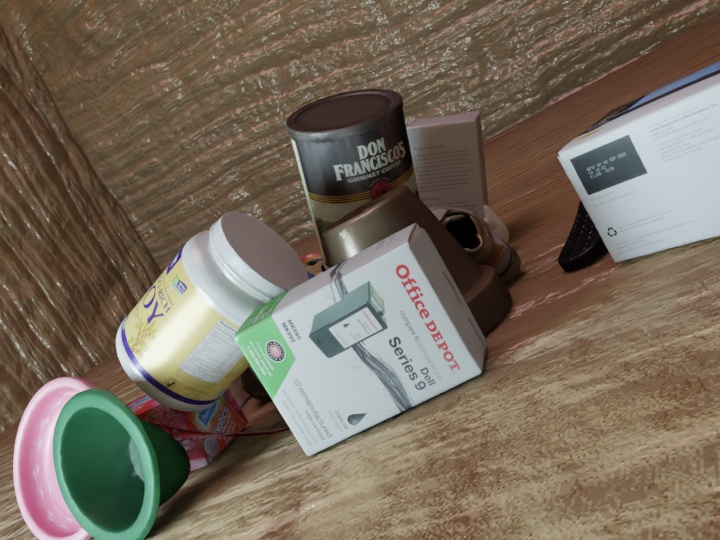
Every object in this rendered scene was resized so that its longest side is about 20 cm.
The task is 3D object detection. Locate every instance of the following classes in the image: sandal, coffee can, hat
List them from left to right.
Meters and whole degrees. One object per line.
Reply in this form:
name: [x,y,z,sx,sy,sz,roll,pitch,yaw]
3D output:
hat: [-0.215,0.207,0.901,0.199,0.166,0.176,28,20,29]
coffee can: [0.000,-0.111,1.014,0.145,0.201,0.147,-11,29,6]
sandal: [0.287,-0.060,0.932,0.075,0.045,0.200,-29,21,53]

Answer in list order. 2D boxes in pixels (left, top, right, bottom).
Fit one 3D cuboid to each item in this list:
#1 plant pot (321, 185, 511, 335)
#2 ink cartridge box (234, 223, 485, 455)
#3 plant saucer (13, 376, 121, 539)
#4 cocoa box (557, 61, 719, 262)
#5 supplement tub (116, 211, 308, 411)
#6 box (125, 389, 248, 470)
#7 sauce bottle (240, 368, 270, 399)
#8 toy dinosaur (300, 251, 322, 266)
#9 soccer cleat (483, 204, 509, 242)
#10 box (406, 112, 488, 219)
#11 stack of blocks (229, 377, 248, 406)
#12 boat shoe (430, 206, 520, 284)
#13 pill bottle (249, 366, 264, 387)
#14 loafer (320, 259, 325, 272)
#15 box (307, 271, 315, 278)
plant pot: [0.046,0.005,0.908,0.200,0.175,0.200,-30,7,4]
ink cartridge box: [0.002,0.067,0.779,0.199,0.146,0.084,-29,9,16]
plant saucer: [-0.350,0.233,0.977,0.200,0.202,0.051,-26,-22,30]
cocoa box: [0.323,-0.113,0.763,0.131,0.134,0.200,-36,10,-39]
supplement tub: [-0.167,0.047,0.907,0.200,0.145,0.145,-47,2,19]
box: [-0.258,0.209,1.025,0.199,0.096,0.100,-26,8,31]
sauce bottle: [-0.143,0.135,1.170,0.066,0.066,0.200,-31,10,-4]
toy dinosaur: [-0.011,-0.039,1.430,0.180,0.201,0.105,13,17,-9]
soccer cleat: [0.117,-0.022,1.142,0.199,0.078,0.069,-29,8,16]
box: [0.138,-0.133,1.226,0.106,0.201,0.152,-5,14,12]
stack of blocks: [-0.224,0.184,1.183,0.115,0.059,0.200,-27,9,21]
boat shoe: [0.130,-0.048,1.033,0.075,0.068,0.200,-53,31,0]
pill bottle: [-0.048,0.074,1.034,0.200,0.113,0.112,-36,10,-34]
loafer: [0.000,0.000,1.146,0.071,0.073,0.200,-23,8,-21]
box: [-0.086,0.070,1.242,0.121,0.032,0.200,-54,20,-3]
